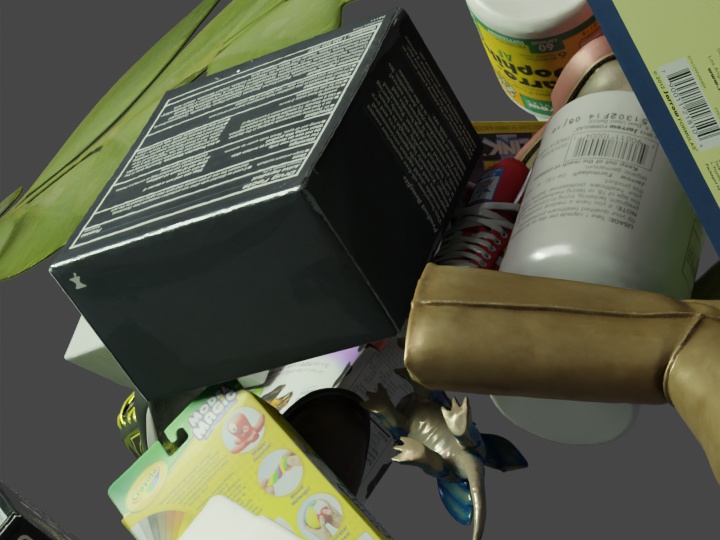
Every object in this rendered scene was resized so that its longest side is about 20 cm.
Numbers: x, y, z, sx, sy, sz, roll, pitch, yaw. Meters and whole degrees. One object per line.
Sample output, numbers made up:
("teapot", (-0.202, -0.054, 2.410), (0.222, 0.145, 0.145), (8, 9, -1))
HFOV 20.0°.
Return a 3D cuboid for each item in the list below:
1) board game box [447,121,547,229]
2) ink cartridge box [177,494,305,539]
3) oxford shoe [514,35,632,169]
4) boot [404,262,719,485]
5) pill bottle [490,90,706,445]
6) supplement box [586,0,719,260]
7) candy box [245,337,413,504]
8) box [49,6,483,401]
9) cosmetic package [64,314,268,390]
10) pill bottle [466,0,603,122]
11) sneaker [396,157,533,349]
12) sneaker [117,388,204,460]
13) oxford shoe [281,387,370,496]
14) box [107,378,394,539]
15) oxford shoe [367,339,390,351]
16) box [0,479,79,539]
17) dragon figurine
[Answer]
("board game box", (0.043, -0.061, 1.487), (0.200, 0.057, 0.165), (-4, -9, -36))
("ink cartridge box", (-0.038, 0.216, 1.120), (0.200, 0.068, 0.117), (26, 71, 43))
("oxford shoe", (0.148, -0.062, 1.360), (0.200, 0.070, 0.075), (106, 147, -47))
("boot", (0.120, 0.057, 1.056), (0.199, 0.066, 0.175), (6, 23, 9))
("pill bottle", (0.143, -0.001, 1.220), (0.114, 0.114, 0.200), (-27, 32, 45))
("supplement box", (0.256, -0.119, 1.042), (0.134, 0.200, 0.200), (-34, 9, -34))
("candy box", (-0.030, 0.103, 1.465), (0.200, 0.072, 0.168), (-54, 20, -25))
("box", (-0.055, -0.039, 1.276), (0.200, 0.123, 0.199), (-16, 30, 32))
("cosmetic package", (-0.141, 0.046, 1.550), (0.200, 0.101, 0.071), (-18, 49, 63))
("pill bottle", (0.143, -0.177, 1.470), (0.113, 0.113, 0.200), (-48, -25, -7))
("sneaker", (0.073, -0.012, 1.286), (0.071, 0.113, 0.200), (-3, 4, 25))
("sneaker", (-0.152, 0.119, 1.540), (0.075, 0.084, 0.200), (-58, -19, -20))
("oxford shoe", (-0.040, 0.168, 1.306), (0.084, 0.072, 0.200), (-105, 33, -62))
("box", (-0.057, 0.165, 1.235), (0.117, 0.200, 0.048), (-45, -26, 2))
("oxford shoe", (0.000, 0.000, 1.383), (0.073, 0.071, 0.200), (-52, 19, -1))
("box", (-0.178, 0.218, 1.344), (0.046, 0.200, 0.159), (-51, 17, -7))
("dragon figurine", (0.061, 0.115, 1.254), (0.059, 0.099, 0.200), (-45, 37, -1))
